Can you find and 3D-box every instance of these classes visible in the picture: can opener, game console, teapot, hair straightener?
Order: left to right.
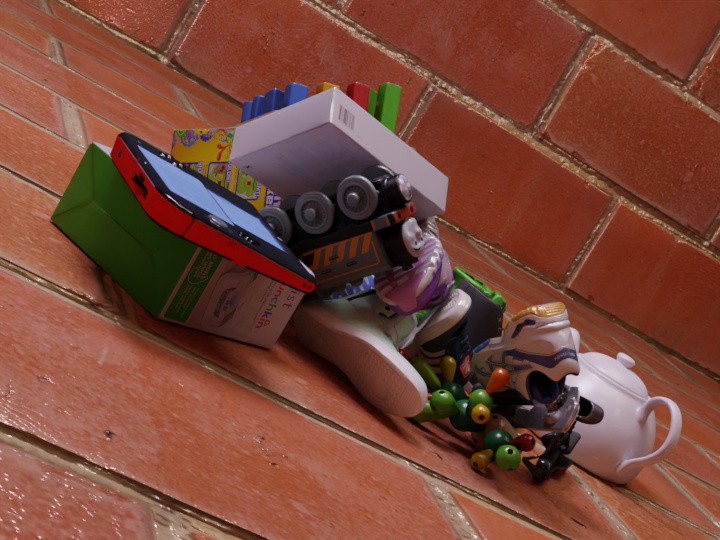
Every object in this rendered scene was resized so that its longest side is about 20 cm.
[{"bbox_3d":[-0.140,-0.057,1.261,0.176,0.031,0.200,25,13,-31],"label":"game console"},{"bbox_3d":[0.197,0.160,1.533,0.067,0.054,0.200,26,-15,-23],"label":"can opener"},{"bbox_3d":[0.222,0.198,1.568,0.041,0.078,0.200,19,5,22],"label":"hair straightener"},{"bbox_3d":[0.320,0.178,1.794,0.199,0.147,0.197,34,9,9],"label":"teapot"}]

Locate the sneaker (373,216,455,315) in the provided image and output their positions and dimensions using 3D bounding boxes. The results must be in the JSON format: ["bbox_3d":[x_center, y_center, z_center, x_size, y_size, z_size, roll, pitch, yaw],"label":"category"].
[{"bbox_3d":[0.068,0.008,1.489,0.089,0.080,0.200,63,13,-18],"label":"sneaker"}]

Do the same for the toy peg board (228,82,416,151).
[{"bbox_3d":[-0.057,-0.193,1.717,0.198,0.099,0.200,13,-10,-28],"label":"toy peg board"}]

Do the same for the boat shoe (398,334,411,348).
[{"bbox_3d":[-0.021,0.034,1.687,0.199,0.071,0.070,26,10,10],"label":"boat shoe"}]

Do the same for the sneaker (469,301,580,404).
[{"bbox_3d":[0.173,0.108,1.446,0.200,0.075,0.089,118,-43,-66],"label":"sneaker"}]

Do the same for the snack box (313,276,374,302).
[{"bbox_3d":[0.000,0.000,1.621,0.199,0.024,0.072,-27,86,-38],"label":"snack box"}]

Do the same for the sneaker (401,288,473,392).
[{"bbox_3d":[0.104,0.089,1.557,0.084,0.075,0.200,41,-23,2],"label":"sneaker"}]

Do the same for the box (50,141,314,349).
[{"bbox_3d":[-0.176,-0.026,1.353,0.200,0.097,0.176,37,10,35],"label":"box"}]

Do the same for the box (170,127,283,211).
[{"bbox_3d":[-0.105,-0.094,1.673,0.191,0.123,0.199,2,-10,34],"label":"box"}]

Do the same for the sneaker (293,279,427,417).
[{"bbox_3d":[0.032,0.076,1.440,0.118,0.074,0.200,-19,38,-34],"label":"sneaker"}]

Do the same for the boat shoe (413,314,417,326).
[{"bbox_3d":[0.004,0.033,1.755,0.199,0.071,0.064,35,10,30],"label":"boat shoe"}]

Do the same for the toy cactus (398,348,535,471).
[{"bbox_3d":[0.126,0.155,1.467,0.199,0.103,0.165,28,-7,45],"label":"toy cactus"}]

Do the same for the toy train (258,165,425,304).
[{"bbox_3d":[-0.025,-0.035,1.431,0.085,0.199,0.115,-33,104,-63],"label":"toy train"}]

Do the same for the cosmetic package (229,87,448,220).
[{"bbox_3d":[-0.022,-0.110,1.488,0.150,0.052,0.200,-18,-38,36],"label":"cosmetic package"}]

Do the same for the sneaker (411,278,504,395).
[{"bbox_3d":[0.163,0.107,1.695,0.200,0.106,0.075,44,1,-26],"label":"sneaker"}]

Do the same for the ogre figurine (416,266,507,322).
[{"bbox_3d":[0.099,0.046,1.854,0.199,0.120,0.098,20,18,-48],"label":"ogre figurine"}]
